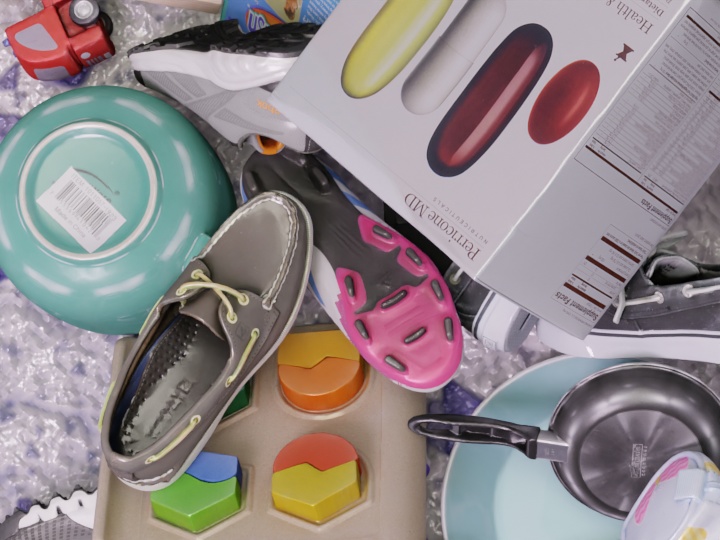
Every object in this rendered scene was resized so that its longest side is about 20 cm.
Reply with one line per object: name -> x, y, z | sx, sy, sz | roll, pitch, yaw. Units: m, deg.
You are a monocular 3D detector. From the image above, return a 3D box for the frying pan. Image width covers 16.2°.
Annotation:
frying pan -> 0.135, 0.094, 1.525 | 0.190, 0.031, 0.115 | 22, 119, -8

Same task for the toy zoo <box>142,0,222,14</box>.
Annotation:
toy zoo -> -0.143, -0.273, 1.652 | 0.131, 0.020, 0.200 | 10, 73, -9

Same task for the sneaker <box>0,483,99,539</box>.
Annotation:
sneaker -> -0.131, 0.175, 1.584 | 0.200, 0.066, 0.091 | -9, 78, 2

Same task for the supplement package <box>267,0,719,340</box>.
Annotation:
supplement package -> 0.096, -0.106, 1.453 | 0.191, 0.147, 0.200 | 41, 97, 32

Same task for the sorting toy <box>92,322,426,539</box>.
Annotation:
sorting toy -> -0.060, 0.101, 1.558 | 0.199, 0.037, 0.185 | -2, 46, 4

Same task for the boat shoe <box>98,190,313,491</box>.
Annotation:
boat shoe -> -0.091, 0.038, 1.512 | 0.072, 0.060, 0.202 | 28, 81, 12

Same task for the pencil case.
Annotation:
pencil case -> 0.251, 0.187, 1.499 | 0.200, 0.091, 0.083 | 32, 65, -12

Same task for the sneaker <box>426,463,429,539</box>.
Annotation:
sneaker -> 0.020, 0.207, 1.553 | 0.083, 0.081, 0.201 | -6, 80, 10

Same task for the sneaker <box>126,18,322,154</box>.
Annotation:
sneaker -> -0.083, -0.113, 1.577 | 0.074, 0.200, 0.080 | -21, 109, -27

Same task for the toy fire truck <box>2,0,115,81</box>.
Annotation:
toy fire truck -> -0.259, -0.204, 1.667 | 0.141, 0.049, 0.200 | -24, 80, 2

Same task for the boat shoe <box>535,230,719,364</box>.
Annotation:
boat shoe -> 0.181, 0.015, 1.527 | 0.074, 0.199, 0.068 | -22, 107, -34

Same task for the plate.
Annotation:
plate -> 0.150, 0.150, 1.580 | 0.200, 0.026, 0.201 | -1, 80, 6

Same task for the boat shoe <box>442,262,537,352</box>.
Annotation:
boat shoe -> 0.110, -0.049, 1.550 | 0.071, 0.072, 0.200 | 32, 93, 17

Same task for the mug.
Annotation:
mug -> -0.145, -0.041, 1.595 | 0.185, 0.114, 0.152 | -4, 81, 6

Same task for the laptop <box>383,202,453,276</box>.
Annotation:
laptop -> 0.095, -0.095, 1.584 | 0.177, 0.103, 0.201 | -4, 76, 6

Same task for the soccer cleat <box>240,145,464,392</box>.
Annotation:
soccer cleat -> 0.000, 0.000, 1.584 | 0.070, 0.086, 0.200 | -37, 69, -6

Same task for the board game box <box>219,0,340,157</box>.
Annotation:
board game box -> -0.018, -0.194, 1.550 | 0.045, 0.200, 0.152 | -13, 45, -31
